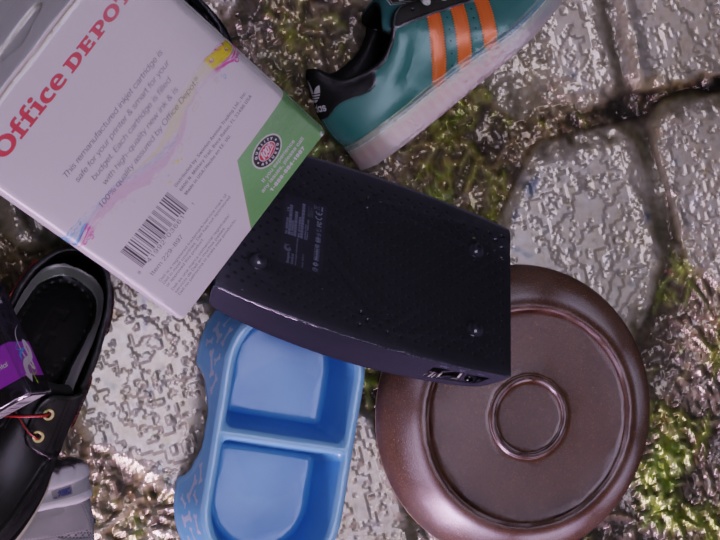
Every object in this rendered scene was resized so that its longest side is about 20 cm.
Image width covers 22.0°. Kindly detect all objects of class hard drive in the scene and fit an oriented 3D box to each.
[{"bbox_3d":[0.000,0.000,1.170,0.199,0.042,0.136,17,49,-17],"label":"hard drive"}]

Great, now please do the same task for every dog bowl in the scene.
[{"bbox_3d":[-0.054,0.107,1.189,0.111,0.050,0.202,10,89,-15],"label":"dog bowl"}]

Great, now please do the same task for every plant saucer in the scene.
[{"bbox_3d":[0.109,0.097,1.243,0.198,0.032,0.202,0,92,-16],"label":"plant saucer"}]

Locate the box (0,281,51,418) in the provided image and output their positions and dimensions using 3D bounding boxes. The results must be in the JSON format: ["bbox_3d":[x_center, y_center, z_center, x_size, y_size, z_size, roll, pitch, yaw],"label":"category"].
[{"bbox_3d":[-0.284,0.013,1.076,0.142,0.036,0.201,-28,83,12],"label":"box"}]

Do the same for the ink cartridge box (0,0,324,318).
[{"bbox_3d":[-0.139,-0.088,1.052,0.146,0.087,0.200,-52,137,-1],"label":"ink cartridge box"}]

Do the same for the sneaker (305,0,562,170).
[{"bbox_3d":[0.052,-0.158,1.196,0.200,0.071,0.080,-42,105,-9],"label":"sneaker"}]

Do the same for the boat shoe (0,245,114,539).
[{"bbox_3d":[-0.204,0.077,1.104,0.073,0.063,0.203,23,65,-6],"label":"boat shoe"}]

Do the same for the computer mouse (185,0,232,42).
[{"bbox_3d":[-0.173,-0.136,1.117,0.200,0.053,0.139,-40,99,-26],"label":"computer mouse"}]

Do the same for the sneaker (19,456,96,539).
[{"bbox_3d":[-0.250,0.182,1.124,0.199,0.075,0.083,-18,95,-14],"label":"sneaker"}]
